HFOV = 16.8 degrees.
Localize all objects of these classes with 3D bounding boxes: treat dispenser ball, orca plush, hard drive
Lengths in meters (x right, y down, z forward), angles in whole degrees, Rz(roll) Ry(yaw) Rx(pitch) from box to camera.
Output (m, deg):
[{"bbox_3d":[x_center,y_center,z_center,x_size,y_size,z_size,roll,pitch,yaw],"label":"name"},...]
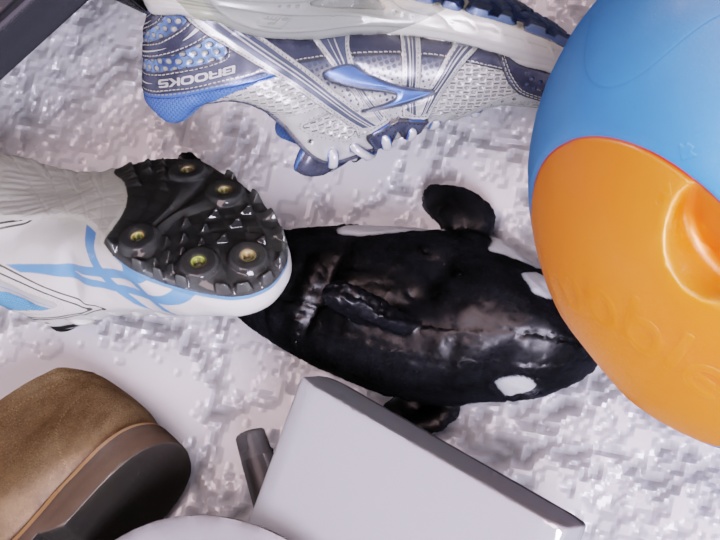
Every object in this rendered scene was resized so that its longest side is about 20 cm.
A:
[{"bbox_3d":[0.160,-0.031,0.885,0.199,0.201,0.203,-3,79,18],"label":"treat dispenser ball"},{"bbox_3d":[0.000,0.000,1.002,0.199,0.071,0.106,31,90,21],"label":"orca plush"},{"bbox_3d":[-0.003,0.161,0.962,0.131,0.026,0.201,28,104,30],"label":"hard drive"}]

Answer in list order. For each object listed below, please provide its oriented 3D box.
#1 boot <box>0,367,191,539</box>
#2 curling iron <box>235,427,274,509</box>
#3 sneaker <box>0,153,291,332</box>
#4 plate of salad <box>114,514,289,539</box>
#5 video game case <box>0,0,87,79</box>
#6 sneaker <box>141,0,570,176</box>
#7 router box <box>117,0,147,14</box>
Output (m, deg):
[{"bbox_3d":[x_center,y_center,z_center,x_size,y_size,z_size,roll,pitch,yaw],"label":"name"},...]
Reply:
[{"bbox_3d":[-0.167,0.124,1.033,0.200,0.074,0.075,-42,57,-10],"label":"boot"},{"bbox_3d":[-0.007,0.157,0.998,0.049,0.026,0.201,-30,73,18],"label":"curling iron"},{"bbox_3d":[-0.105,-0.006,1.024,0.199,0.073,0.072,10,42,38],"label":"sneaker"},{"bbox_3d":[-0.065,0.198,0.958,0.199,0.048,0.202,-1,88,33],"label":"plate of salad"},{"bbox_3d":[-0.152,-0.185,1.069,0.200,0.025,0.182,-38,54,20],"label":"video game case"},{"bbox_3d":[0.001,-0.081,0.993,0.198,0.077,0.086,9,108,-16],"label":"sneaker"},{"bbox_3d":[-0.038,-0.198,1.062,0.148,0.051,0.201,26,89,22],"label":"router box"}]
